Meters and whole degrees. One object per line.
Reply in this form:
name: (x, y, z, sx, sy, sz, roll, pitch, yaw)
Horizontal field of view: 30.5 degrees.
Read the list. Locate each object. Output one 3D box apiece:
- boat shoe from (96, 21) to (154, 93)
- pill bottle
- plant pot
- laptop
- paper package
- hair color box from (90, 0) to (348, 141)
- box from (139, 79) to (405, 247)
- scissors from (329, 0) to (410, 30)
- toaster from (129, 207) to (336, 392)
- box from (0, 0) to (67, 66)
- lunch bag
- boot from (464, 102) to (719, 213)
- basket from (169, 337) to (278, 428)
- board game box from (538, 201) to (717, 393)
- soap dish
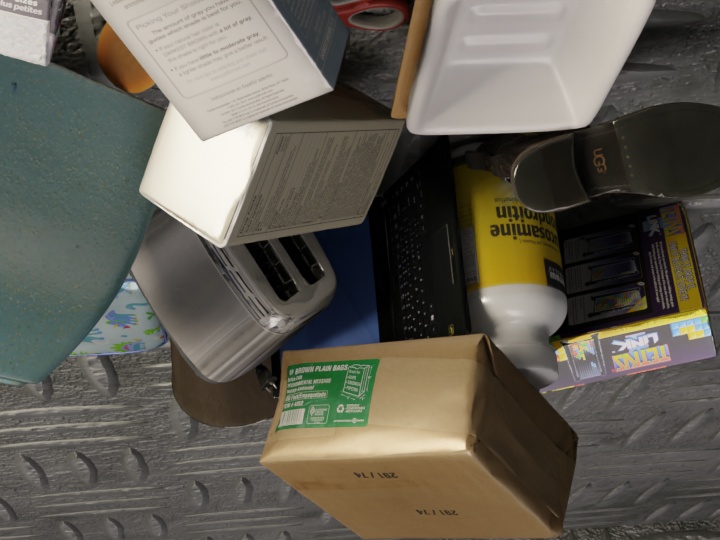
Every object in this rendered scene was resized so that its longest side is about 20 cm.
boat shoe: (-0.088, -0.184, 0.825, 0.199, 0.071, 0.070, -26, -169, 38)
pill bottle: (0.119, 0.000, 1.141, 0.110, 0.203, 0.112, -5, 159, -2)
plant pot: (-0.267, -0.036, 0.882, 0.194, 0.203, 0.195, 8, 172, 43)
laptop: (0.000, 0.000, 1.146, 0.102, 0.180, 0.200, 4, 158, -24)
paper package: (0.050, 0.141, 1.085, 0.197, 0.105, 0.191, -7, 146, 31)
hair color box: (-0.100, -0.175, 0.731, 0.098, 0.061, 0.201, -17, 130, 27)
box: (-0.056, -0.081, 0.923, 0.077, 0.096, 0.199, 31, -162, 21)
scissors: (-0.057, -0.178, 0.913, 0.196, 0.014, 0.073, -7, 161, 6)
toaster: (-0.107, 0.003, 1.122, 0.113, 0.202, 0.129, -29, 176, -44)
box: (-0.218, -0.195, 0.593, 0.197, 0.116, 0.133, 14, 137, -13)
lunch bag: (-0.266, 0.018, 1.260, 0.158, 0.084, 0.200, -5, 159, -5)
boot: (0.186, -0.099, 1.036, 0.196, 0.070, 0.174, -8, -167, 0)
basket: (-0.122, 0.052, 1.315, 0.179, 0.137, 0.201, -28, 156, -9)
board game box: (0.238, 0.022, 1.241, 0.163, 0.201, 0.057, -12, 118, 14)
soap dish: (0.104, -0.168, 0.878, 0.155, 0.083, 0.200, -3, 158, -6)
